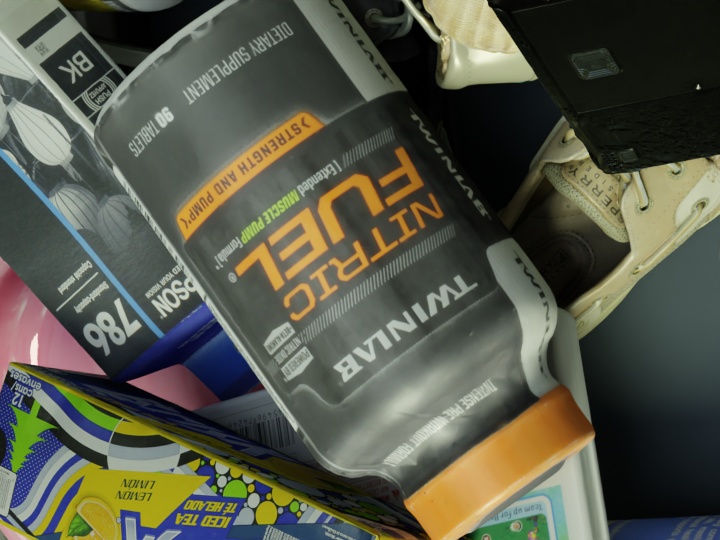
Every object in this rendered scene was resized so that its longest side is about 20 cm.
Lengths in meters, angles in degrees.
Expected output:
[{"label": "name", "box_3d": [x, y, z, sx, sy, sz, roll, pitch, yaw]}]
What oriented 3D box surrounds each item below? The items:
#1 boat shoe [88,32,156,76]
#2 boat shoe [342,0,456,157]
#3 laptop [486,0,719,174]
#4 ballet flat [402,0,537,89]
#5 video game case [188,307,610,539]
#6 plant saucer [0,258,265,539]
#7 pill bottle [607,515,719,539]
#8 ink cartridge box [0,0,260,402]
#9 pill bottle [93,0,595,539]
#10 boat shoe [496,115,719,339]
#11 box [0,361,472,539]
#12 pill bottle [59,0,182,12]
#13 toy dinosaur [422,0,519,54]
[{"label": "boat shoe", "box_3d": [-0.100, -0.068, 1.074, 0.199, 0.076, 0.061, 10, 96, 25]}, {"label": "boat shoe", "box_3d": [0.014, -0.095, 1.003, 0.063, 0.072, 0.201, 18, 120, 53]}, {"label": "laptop", "box_3d": [0.126, -0.136, 0.827, 0.176, 0.200, 0.104, -10, 56, 24]}, {"label": "ballet flat", "box_3d": [0.017, -0.159, 0.944, 0.069, 0.069, 0.201, -19, 95, 29]}, {"label": "video game case", "box_3d": [0.010, 0.126, 1.006, 0.199, 0.024, 0.183, -17, 74, 34]}, {"label": "plant saucer", "box_3d": [-0.082, 0.057, 1.119, 0.200, 0.051, 0.202, 8, 109, 23]}, {"label": "pill bottle", "box_3d": [0.152, 0.149, 0.994, 0.199, 0.112, 0.113, -6, 102, 28]}, {"label": "ink cartridge box", "box_3d": [-0.105, -0.026, 1.022, 0.200, 0.039, 0.099, 46, 138, -4]}, {"label": "pill bottle", "box_3d": [0.000, 0.000, 0.936, 0.106, 0.106, 0.200, -40, 81, 30]}, {"label": "boat shoe", "box_3d": [0.102, -0.036, 0.990, 0.072, 0.065, 0.200, 44, 119, 8]}, {"label": "box", "box_3d": [-0.057, 0.098, 1.000, 0.199, 0.070, 0.065, 22, 95, 37]}, {"label": "pill bottle", "box_3d": [-0.162, -0.162, 1.057, 0.199, 0.112, 0.113, 3, 106, 26]}, {"label": "toy dinosaur", "box_3d": [0.043, -0.127, 0.886, 0.199, 0.058, 0.102, 23, 110, 6]}]
